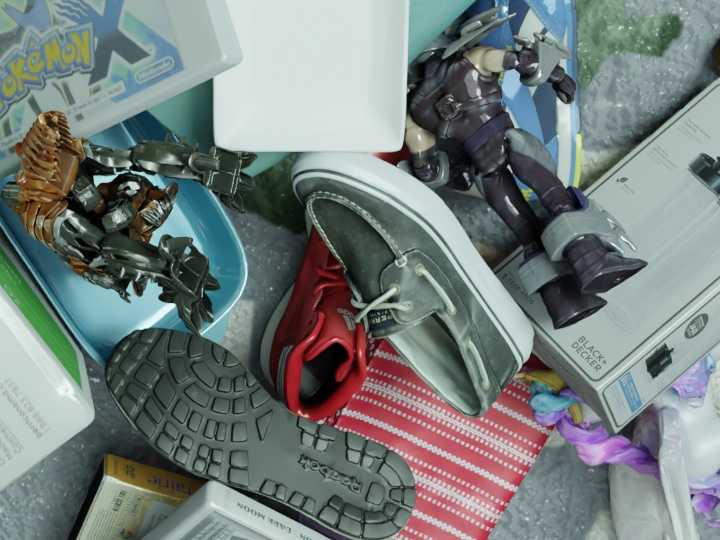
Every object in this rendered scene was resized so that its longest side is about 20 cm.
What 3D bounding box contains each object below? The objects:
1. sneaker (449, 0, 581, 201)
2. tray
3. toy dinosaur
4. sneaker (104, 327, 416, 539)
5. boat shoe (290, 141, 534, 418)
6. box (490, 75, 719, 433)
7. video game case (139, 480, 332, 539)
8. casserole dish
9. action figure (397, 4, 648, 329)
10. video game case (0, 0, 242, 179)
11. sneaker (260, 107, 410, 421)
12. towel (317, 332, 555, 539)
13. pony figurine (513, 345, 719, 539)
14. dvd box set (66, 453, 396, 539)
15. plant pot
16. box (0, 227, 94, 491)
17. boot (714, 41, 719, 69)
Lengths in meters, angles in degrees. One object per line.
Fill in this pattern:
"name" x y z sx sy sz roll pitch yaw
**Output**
"sneaker" 0.086 -0.133 1.258 0.081 0.074 0.202 -7 105 -7
"tray" -0.027 -0.160 1.112 0.106 0.022 0.202 0 114 -3
"toy dinosaur" -0.138 -0.029 1.120 0.134 0.200 0.103 13 92 13
"sneaker" -0.069 0.112 1.240 0.199 0.088 0.076 32 65 -1
"boat shoe" 0.028 0.009 1.192 0.200 0.072 0.071 44 56 -27
"box" 0.189 -0.012 1.270 0.200 0.117 0.060 -41 145 -6
"video game case" -0.072 0.217 1.267 0.181 0.023 0.200 29 131 -24
"casserole dish" -0.151 -0.031 1.244 0.121 0.039 0.201 -39 109 -20
"action figure" 0.083 -0.065 1.205 0.069 0.130 0.201 -21 74 -45
"video game case" -0.170 -0.163 1.138 0.199 0.022 0.184 -22 83 31
"sneaker" 0.000 0.000 1.254 0.078 0.116 0.202 12 104 -13
"towel" 0.036 0.124 1.345 0.144 0.022 0.201 28 98 -17
"pony figurine" 0.207 0.106 1.319 0.198 0.167 0.195 -19 86 -9
"dvd box set" -0.092 0.203 1.318 0.198 0.029 0.147 18 119 -15
"plant pot" -0.042 -0.161 1.194 0.141 0.141 0.200 40 101 -18
"box" -0.286 0.042 1.182 0.199 0.171 0.200 -36 109 -1
"boot" 0.340 -0.150 1.302 0.200 0.072 0.155 -44 108 9
